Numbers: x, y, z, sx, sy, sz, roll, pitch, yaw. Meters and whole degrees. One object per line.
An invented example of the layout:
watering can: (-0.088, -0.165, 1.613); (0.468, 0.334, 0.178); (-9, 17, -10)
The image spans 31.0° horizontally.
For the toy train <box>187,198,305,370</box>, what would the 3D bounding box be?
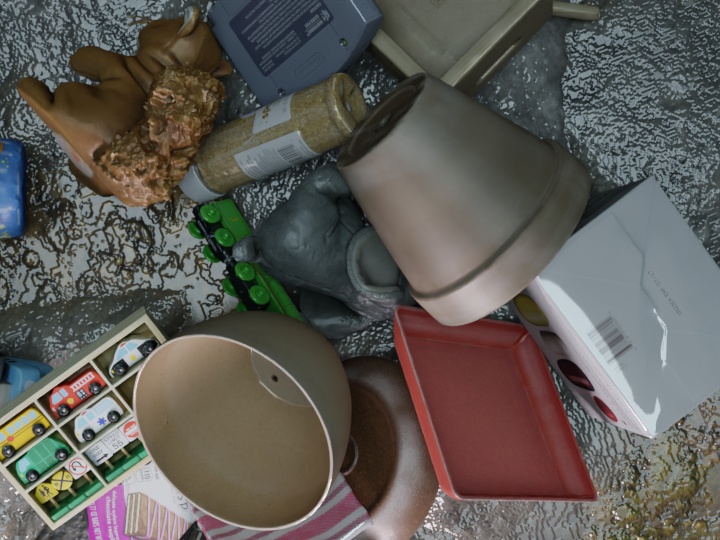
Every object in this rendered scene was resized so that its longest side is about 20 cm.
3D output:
toy train: (-0.105, 0.013, 1.293); (0.200, 0.056, 0.042); (57, 133, 15)

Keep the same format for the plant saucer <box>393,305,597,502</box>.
plant saucer: (0.121, 0.137, 1.247); (0.037, 0.200, 0.200); (-41, 54, 36)

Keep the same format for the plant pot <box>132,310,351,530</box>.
plant pot: (-0.087, 0.117, 1.187); (0.200, 0.134, 0.201); (12, 120, 21)

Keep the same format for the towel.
towel: (-0.096, 0.199, 1.242); (0.146, 0.030, 0.200); (-28, 54, -9)

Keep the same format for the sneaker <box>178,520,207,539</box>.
sneaker: (-0.089, 0.305, 1.256); (0.200, 0.078, 0.090); (17, 124, 12)

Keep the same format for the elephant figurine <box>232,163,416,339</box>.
elephant figurine: (0.000, 0.000, 1.273); (0.155, 0.142, 0.200); (-45, 90, -1)

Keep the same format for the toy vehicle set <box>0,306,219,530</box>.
toy vehicle set: (-0.250, 0.142, 1.237); (0.200, 0.027, 0.124); (-36, 112, -1)

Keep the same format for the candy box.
candy box: (-0.175, 0.247, 1.320); (0.199, 0.061, 0.137); (-11, 94, -1)

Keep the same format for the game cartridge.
game cartridge: (-0.063, -0.240, 1.251); (0.041, 0.200, 0.133); (-32, 93, -37)

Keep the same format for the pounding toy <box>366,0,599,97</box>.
pounding toy: (0.106, -0.263, 1.282); (0.200, 0.142, 0.184); (-45, 81, 2)

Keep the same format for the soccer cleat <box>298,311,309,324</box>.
soccer cleat: (-0.137, 0.086, 1.303); (0.199, 0.085, 0.069); (-11, 92, 0)

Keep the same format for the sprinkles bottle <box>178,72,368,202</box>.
sprinkles bottle: (-0.089, -0.127, 1.265); (0.200, 0.068, 0.068); (-19, 92, 28)

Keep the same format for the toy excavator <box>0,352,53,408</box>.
toy excavator: (-0.318, 0.131, 1.302); (0.194, 0.200, 0.100); (11, 95, 43)

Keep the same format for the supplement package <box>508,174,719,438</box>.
supplement package: (0.249, 0.034, 1.241); (0.147, 0.200, 0.191); (-36, 92, -5)

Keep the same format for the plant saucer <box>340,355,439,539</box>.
plant saucer: (-0.009, 0.181, 1.271); (0.200, 0.037, 0.201); (-11, 73, 37)

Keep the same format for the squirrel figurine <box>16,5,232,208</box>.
squirrel figurine: (-0.196, -0.162, 1.254); (0.187, 0.142, 0.200); (-43, 47, -15)

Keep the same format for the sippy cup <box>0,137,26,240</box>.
sippy cup: (-0.398, -0.081, 1.281); (0.130, 0.140, 0.178); (1, 118, -10)

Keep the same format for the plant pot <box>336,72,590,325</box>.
plant pot: (0.078, -0.080, 1.178); (0.173, 0.200, 0.200); (42, 91, -17)
